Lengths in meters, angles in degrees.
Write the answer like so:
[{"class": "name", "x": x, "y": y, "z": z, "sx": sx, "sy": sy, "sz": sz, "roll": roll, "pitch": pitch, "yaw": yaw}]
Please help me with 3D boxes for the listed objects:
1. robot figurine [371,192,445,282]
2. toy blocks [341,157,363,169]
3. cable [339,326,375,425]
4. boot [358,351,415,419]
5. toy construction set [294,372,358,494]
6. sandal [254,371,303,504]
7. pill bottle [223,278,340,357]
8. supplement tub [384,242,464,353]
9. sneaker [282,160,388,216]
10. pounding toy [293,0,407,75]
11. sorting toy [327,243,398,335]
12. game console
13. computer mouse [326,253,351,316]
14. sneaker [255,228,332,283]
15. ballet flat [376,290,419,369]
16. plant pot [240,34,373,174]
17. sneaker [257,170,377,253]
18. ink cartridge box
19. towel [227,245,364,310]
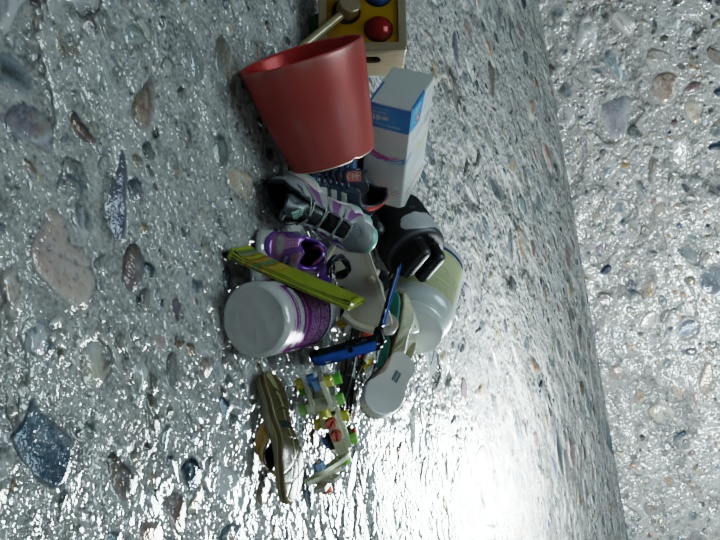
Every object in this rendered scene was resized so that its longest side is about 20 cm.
[{"class": "robot figurine", "x": 0.078, "y": -0.069, "z": 1.914, "sx": 0.200, "sy": 0.125, "sz": 0.150, "roll": 59, "pitch": -9, "yaw": 39}, {"class": "toy blocks", "x": -0.018, "y": -0.204, "z": 1.850, "sx": 0.200, "sy": 0.100, "sz": 0.137, "roll": 19, "pitch": 74, "yaw": -78}, {"class": "cable", "x": -0.005, "y": 0.174, "z": 1.784, "sx": 0.097, "sy": 0.050, "sz": 0.200, "roll": 86, "pitch": 12, "yaw": -46}, {"class": "boot", "x": 0.031, "y": 0.221, "z": 1.798, "sx": 0.073, "sy": 0.090, "sz": 0.200, "roll": 43, "pitch": 29, "yaw": 3}, {"class": "toy construction set", "x": -0.050, "y": 0.248, "z": 1.625, "sx": 0.131, "sy": 0.092, "sz": 0.201, "roll": -97, "pitch": -177, "yaw": -82}, {"class": "sandal", "x": -0.129, "y": 0.249, "z": 1.513, "sx": 0.080, "sy": 0.054, "sz": 0.200, "roll": 36, "pitch": 36, "yaw": -64}, {"class": "pill bottle", "x": -0.109, "y": 0.065, "z": 1.536, "sx": 0.200, "sy": 0.112, "sz": 0.113, "roll": -6, "pitch": 88, "yaw": -65}, {"class": "supplement tub", "x": 0.117, "y": 0.048, "z": 1.988, "sx": 0.145, "sy": 0.145, "sz": 0.200, "roll": 64, "pitch": 30, "yaw": -33}, {"class": "sneaker", "x": -0.036, "y": -0.152, "z": 1.740, "sx": 0.200, "sy": 0.084, "sz": 0.075, "roll": 19, "pitch": 59, "yaw": -37}, {"class": "pounding toy", "x": -0.019, "y": -0.438, "z": 1.836, "sx": 0.142, "sy": 0.199, "sz": 0.185, "roll": 97, "pitch": -8, "yaw": -73}, {"class": "sorting toy", "x": 0.000, "y": 0.000, "z": 1.824, "sx": 0.180, "sy": 0.107, "sz": 0.200, "roll": -57, "pitch": 131, "yaw": -67}, {"class": "game console", "x": -0.007, "y": 0.073, "z": 1.633, "sx": 0.200, "sy": 0.170, "sz": 0.119, "roll": 90, "pitch": -15, "yaw": -82}, {"class": "computer mouse", "x": -0.049, "y": 0.027, "z": 1.674, "sx": 0.034, "sy": 0.059, "sz": 0.200, "roll": 56, "pitch": -23, "yaw": 26}, {"class": "sneaker", "x": -0.086, "y": -0.013, "z": 1.642, "sx": 0.200, "sy": 0.088, "sz": 0.081, "roll": 35, "pitch": 50, "yaw": -59}, {"class": "ballet flat", "x": 0.076, "y": 0.114, "z": 1.885, "sx": 0.068, "sy": 0.062, "sz": 0.200, "roll": -108, "pitch": -156, "yaw": -49}, {"class": "plant pot", "x": -0.069, "y": -0.260, "z": 1.629, "sx": 0.200, "sy": 0.200, "sz": 0.178, "roll": -51, "pitch": 128, "yaw": -58}, {"class": "sneaker", "x": -0.077, "y": -0.084, "z": 1.604, "sx": 0.140, "sy": 0.200, "sz": 0.078, "roll": -15, "pitch": 134, "yaw": -63}, {"class": "ink cartridge box", "x": 0.065, "y": -0.234, "z": 1.816, "sx": 0.145, "sy": 0.084, "sz": 0.200, "roll": -60, "pitch": 160, "yaw": -50}, {"class": "towel", "x": -0.093, "y": 0.008, "z": 1.508, "sx": 0.018, "sy": 0.200, "sz": 0.086, "roll": -70, "pitch": 167, "yaw": 13}]
